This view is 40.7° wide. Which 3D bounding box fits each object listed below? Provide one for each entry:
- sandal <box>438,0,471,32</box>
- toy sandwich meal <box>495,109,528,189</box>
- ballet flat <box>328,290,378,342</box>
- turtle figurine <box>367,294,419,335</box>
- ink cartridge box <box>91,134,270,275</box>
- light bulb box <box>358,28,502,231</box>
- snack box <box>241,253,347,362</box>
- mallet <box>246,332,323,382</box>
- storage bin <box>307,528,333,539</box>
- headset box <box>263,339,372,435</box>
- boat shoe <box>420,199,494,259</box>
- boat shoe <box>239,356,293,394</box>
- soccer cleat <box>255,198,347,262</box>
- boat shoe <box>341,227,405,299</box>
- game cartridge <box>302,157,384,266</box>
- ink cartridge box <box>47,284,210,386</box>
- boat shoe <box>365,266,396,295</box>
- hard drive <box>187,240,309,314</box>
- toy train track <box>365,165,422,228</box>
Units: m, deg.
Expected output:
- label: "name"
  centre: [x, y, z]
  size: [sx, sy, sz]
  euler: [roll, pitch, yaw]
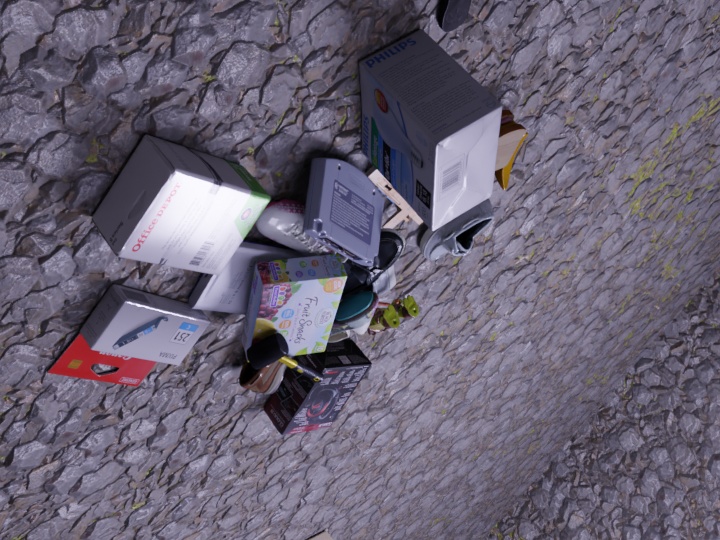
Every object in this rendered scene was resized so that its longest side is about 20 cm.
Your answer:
- label: "sandal"
  centre: [0.155, -0.427, 1.403]
  size: [0.074, 0.045, 0.202]
  euler: [-28, 147, -24]
- label: "toy sandwich meal"
  centre: [0.227, -0.199, 1.754]
  size: [0.203, 0.070, 0.207]
  euler: [-30, 148, -21]
- label: "ballet flat"
  centre: [-0.031, 0.089, 1.726]
  size: [0.198, 0.070, 0.071]
  euler: [-20, 124, 35]
- label: "turtle figurine"
  centre: [0.023, 0.089, 1.804]
  size: [0.197, 0.066, 0.160]
  euler: [-8, 178, -35]
- label: "ink cartridge box"
  centre: [-0.241, -0.084, 1.321]
  size: [0.146, 0.084, 0.199]
  euler: [-52, 149, 15]
- label: "light bulb box"
  centre: [0.100, -0.210, 1.458]
  size: [0.124, 0.201, 0.200]
  euler: [-29, 148, -18]
- label: "snack box"
  centre: [-0.111, 0.063, 1.578]
  size: [0.140, 0.054, 0.202]
  euler: [-7, 142, -21]
- label: "mallet"
  centre: [-0.108, 0.151, 1.624]
  size: [0.065, 0.042, 0.199]
  euler: [-32, 149, 22]
- label: "storage bin"
  centre: [-0.159, 0.803, 2.539]
  size: [0.198, 0.094, 0.201]
  euler: [-18, 142, -37]
- label: "headset box"
  centre: [-0.090, 0.238, 1.923]
  size: [0.147, 0.075, 0.202]
  euler: [0, 129, -50]
- label: "boat shoe"
  centre: [0.180, -0.067, 1.812]
  size: [0.069, 0.072, 0.201]
  euler: [-5, 151, -35]
- label: "boat shoe"
  centre: [-0.158, 0.132, 1.706]
  size: [0.071, 0.076, 0.203]
  euler: [7, 114, -36]
- label: "soccer cleat"
  centre: [-0.082, -0.059, 1.543]
  size: [0.070, 0.087, 0.199]
  euler: [-51, 149, 18]
- label: "boat shoe"
  centre: [-0.002, -0.002, 1.661]
  size: [0.198, 0.075, 0.067]
  euler: [-28, -155, 37]
- label: "game cartridge"
  centre: [-0.024, -0.098, 1.540]
  size: [0.199, 0.040, 0.136]
  euler: [30, 67, -57]
- label: "ink cartridge box"
  centre: [-0.350, 0.117, 1.487]
  size: [0.177, 0.045, 0.199]
  euler: [-51, 149, 11]
- label: "boat shoe"
  centre: [0.016, -0.003, 1.749]
  size: [0.071, 0.070, 0.202]
  euler: [-40, 153, -11]
- label: "hard drive"
  centre: [-0.165, 0.016, 1.567]
  size: [0.198, 0.025, 0.133]
  euler: [9, 125, -44]
- label: "toy train track"
  centre: [0.060, -0.135, 1.680]
  size: [0.114, 0.033, 0.200]
  euler: [-40, 145, 9]
